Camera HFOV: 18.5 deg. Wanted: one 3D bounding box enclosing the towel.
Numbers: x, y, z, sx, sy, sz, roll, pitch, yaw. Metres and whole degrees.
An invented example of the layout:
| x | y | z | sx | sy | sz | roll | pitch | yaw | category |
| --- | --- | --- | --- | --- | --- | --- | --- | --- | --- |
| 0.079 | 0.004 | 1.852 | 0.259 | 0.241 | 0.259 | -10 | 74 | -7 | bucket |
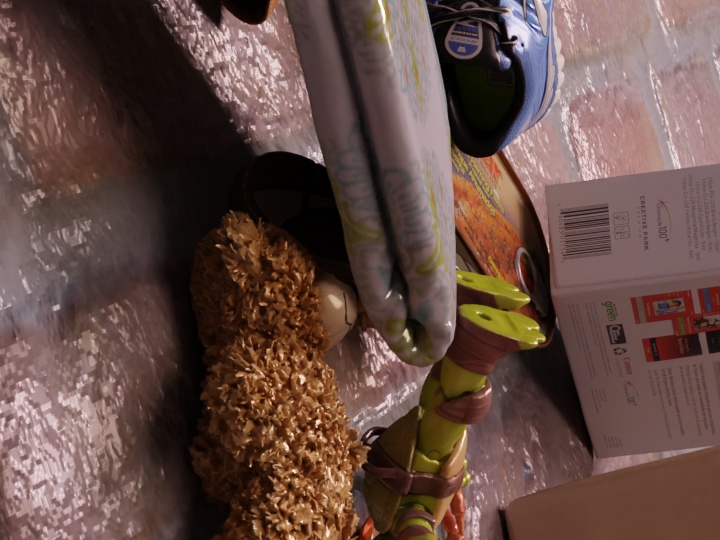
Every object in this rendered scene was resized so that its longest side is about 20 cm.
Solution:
| x | y | z | sx | sy | sz | roll | pitch | yaw | category |
| --- | --- | --- | --- | --- | --- | --- | --- | --- | --- |
| 0.005 | -0.084 | 0.980 | 0.171 | 0.048 | 0.200 | -85 | 164 | -56 | towel |

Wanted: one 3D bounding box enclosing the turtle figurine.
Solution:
| x | y | z | sx | sy | sz | roll | pitch | yaw | category |
| --- | --- | --- | --- | --- | --- | --- | --- | --- | --- |
| 0.033 | 0.083 | 1.039 | 0.200 | 0.064 | 0.162 | -63 | 171 | -74 | turtle figurine |

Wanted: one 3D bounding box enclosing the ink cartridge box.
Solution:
| x | y | z | sx | sy | sz | roll | pitch | yaw | category |
| --- | --- | --- | --- | --- | --- | --- | --- | --- | --- |
| 0.216 | 0.026 | 1.367 | 0.200 | 0.175 | 0.084 | 69 | 17 | -54 | ink cartridge box |

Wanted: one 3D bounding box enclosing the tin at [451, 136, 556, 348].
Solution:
| x | y | z | sx | sy | sz | roll | pitch | yaw | category |
| --- | --- | --- | --- | --- | --- | --- | --- | --- | --- |
| 0.060 | -0.034 | 1.266 | 0.200 | 0.042 | 0.112 | 56 | 33 | -40 | tin |

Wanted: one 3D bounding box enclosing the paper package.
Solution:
| x | y | z | sx | sy | sz | roll | pitch | yaw | category |
| --- | --- | --- | --- | --- | --- | --- | --- | --- | --- |
| 0.203 | 0.197 | 1.242 | 0.103 | 0.200 | 0.191 | 17 | 60 | -65 | paper package |

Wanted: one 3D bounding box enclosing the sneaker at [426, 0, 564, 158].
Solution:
| x | y | z | sx | sy | sz | roll | pitch | yaw | category |
| --- | --- | --- | --- | --- | --- | --- | --- | --- | --- |
| 0.070 | -0.149 | 1.177 | 0.089 | 0.078 | 0.200 | -58 | 147 | -53 | sneaker |

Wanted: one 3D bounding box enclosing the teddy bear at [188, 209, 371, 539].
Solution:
| x | y | z | sx | sy | sz | roll | pitch | yaw | category |
| --- | --- | --- | --- | --- | --- | --- | --- | --- | --- |
| -0.029 | 0.074 | 0.939 | 0.145 | 0.067 | 0.200 | 55 | 30 | -46 | teddy bear |

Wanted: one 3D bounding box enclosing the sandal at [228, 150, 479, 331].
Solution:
| x | y | z | sx | sy | sz | roll | pitch | yaw | category |
| --- | --- | --- | --- | --- | --- | --- | --- | --- | --- |
| 0.000 | 0.000 | 1.082 | 0.200 | 0.055 | 0.082 | 18 | 45 | -48 | sandal |

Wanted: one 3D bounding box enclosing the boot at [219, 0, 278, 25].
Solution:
| x | y | z | sx | sy | sz | roll | pitch | yaw | category |
| --- | --- | --- | --- | --- | --- | --- | --- | --- | --- |
| -0.027 | -0.181 | 1.106 | 0.200 | 0.077 | 0.155 | 65 | 29 | -50 | boot |
